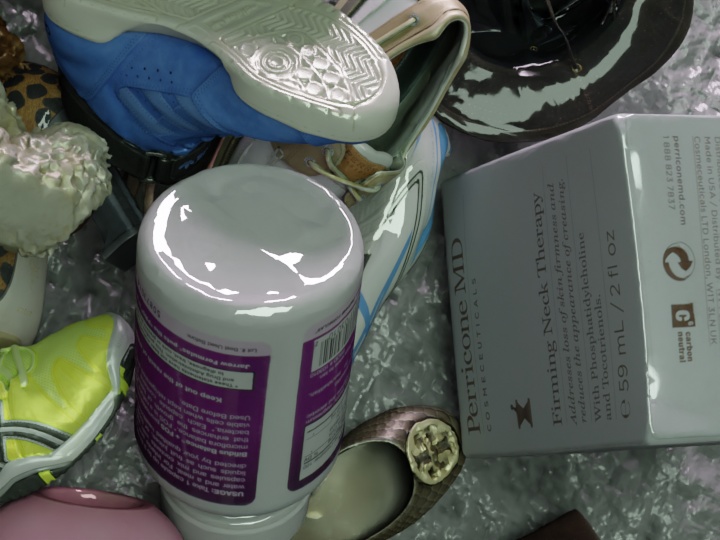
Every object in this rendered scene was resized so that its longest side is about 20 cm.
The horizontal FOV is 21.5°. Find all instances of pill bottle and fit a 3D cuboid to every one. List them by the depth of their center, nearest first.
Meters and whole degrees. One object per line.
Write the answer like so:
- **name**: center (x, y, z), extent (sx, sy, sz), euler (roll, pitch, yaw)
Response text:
- **pill bottle**: center (-0.060, 0.053, 0.967), extent (0.111, 0.201, 0.113), euler (4, 43, -4)

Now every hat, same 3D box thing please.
- **hat**: center (0.092, -0.175, 1.106), extent (0.199, 0.081, 0.202), euler (-3, 100, -15)

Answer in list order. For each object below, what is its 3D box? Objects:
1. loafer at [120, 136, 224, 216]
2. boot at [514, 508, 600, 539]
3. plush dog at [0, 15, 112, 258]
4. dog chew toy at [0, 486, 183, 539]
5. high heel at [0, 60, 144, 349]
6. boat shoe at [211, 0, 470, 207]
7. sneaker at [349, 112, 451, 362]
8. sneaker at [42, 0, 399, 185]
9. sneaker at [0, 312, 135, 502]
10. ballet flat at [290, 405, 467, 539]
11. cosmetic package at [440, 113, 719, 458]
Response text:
- **loafer**: center (-0.084, -0.107, 1.059), extent (0.071, 0.063, 0.202), euler (19, 80, -14)
- **boot**: center (0.094, 0.240, 1.050), extent (0.165, 0.073, 0.201), euler (-16, 65, -18)
- **plush dog**: center (-0.247, -0.071, 0.952), extent (0.199, 0.172, 0.161), euler (-31, 122, -6)
- **dog chew toy**: center (-0.152, 0.217, 0.981), extent (0.124, 0.124, 0.202), euler (7, 90, -16)
- **high heel**: center (-0.221, -0.019, 1.026), extent (0.199, 0.071, 0.143), euler (-33, 66, -1)
- **boat shoe**: center (-0.015, -0.072, 1.018), extent (0.074, 0.068, 0.201), euler (27, 99, -39)
- **sneaker**: center (0.000, 0.000, 1.076), extent (0.072, 0.072, 0.201), euler (27, 84, -45)
- **sneaker**: center (-0.072, -0.087, 0.965), extent (0.199, 0.112, 0.077), euler (20, 50, 15)
- **sneaker**: center (-0.205, 0.079, 0.968), extent (0.199, 0.075, 0.077), euler (-34, 122, -3)
- **ballet flat**: center (-0.022, 0.135, 1.063), extent (0.199, 0.046, 0.068), euler (-24, 93, -18)
- **cosmetic package**: center (0.165, 0.014, 1.043), extent (0.165, 0.200, 0.169), euler (-2, 83, -25)
